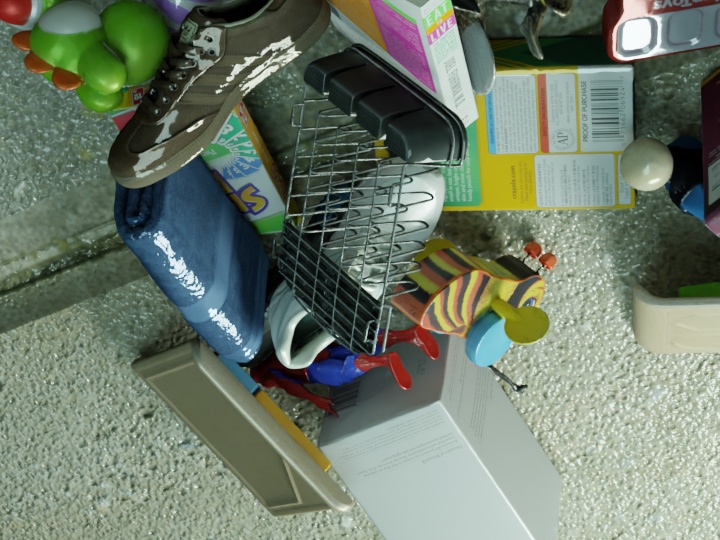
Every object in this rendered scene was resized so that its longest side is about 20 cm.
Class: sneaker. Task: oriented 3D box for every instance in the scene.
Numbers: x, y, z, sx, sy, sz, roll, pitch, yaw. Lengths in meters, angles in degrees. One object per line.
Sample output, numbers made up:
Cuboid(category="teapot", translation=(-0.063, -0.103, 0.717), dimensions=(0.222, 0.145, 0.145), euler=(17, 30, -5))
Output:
Cuboid(category="sneaker", translation=(-0.115, -0.148, 1.466), dimensions=(0.200, 0.070, 0.076), euler=(-43, 127, -5))
Cuboid(category="sneaker", translation=(0.000, 0.000, 1.585), dimensions=(0.070, 0.080, 0.201), euler=(32, 113, -15))
Cuboid(category="sneaker", translation=(-0.037, 0.021, 1.678), dimensions=(0.082, 0.073, 0.200), euler=(32, 124, -16))

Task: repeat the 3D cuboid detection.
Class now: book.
Cuboid(category="book", translation=(0.019, -0.183, 1.442), dimensions=(0.048, 0.134, 0.200), euler=(-41, 159, -8))

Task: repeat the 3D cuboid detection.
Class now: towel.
Cuboid(category="towel", translation=(-0.128, -0.018, 1.572), dimensions=(0.048, 0.112, 0.200), euler=(-8, 146, 18))

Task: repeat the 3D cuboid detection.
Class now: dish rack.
Cuboid(category="dish rack", translation=(-0.001, -0.046, 1.495), dimensions=(0.054, 0.153, 0.201), euler=(-10, 124, -32))

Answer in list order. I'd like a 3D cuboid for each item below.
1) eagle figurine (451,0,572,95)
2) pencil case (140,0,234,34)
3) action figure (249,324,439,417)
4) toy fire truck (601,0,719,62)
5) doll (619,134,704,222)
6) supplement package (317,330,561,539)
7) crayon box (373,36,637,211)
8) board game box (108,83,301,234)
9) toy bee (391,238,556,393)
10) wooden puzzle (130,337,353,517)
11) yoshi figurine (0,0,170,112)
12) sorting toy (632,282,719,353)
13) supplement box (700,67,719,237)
Cuboid(category="eagle figurine", translation=(0.059, -0.238, 1.458), dimensions=(0.199, 0.151, 0.152), euler=(23, 136, -21))
Cuboid(category="pencil case", translation=(-0.098, -0.228, 1.505), dimensions=(0.085, 0.084, 0.200), euler=(43, 127, 19))
Cuboid(category="action figure", translation=(-0.024, 0.080, 1.695), dimensions=(0.199, 0.065, 0.052), euler=(-5, 126, 46))
Cuboid(category="toy fire truck", translation=(0.268, -0.224, 1.438), dimensions=(0.199, 0.113, 0.168), euler=(-10, 143, -4))
Cuboid(category="doll", translation=(0.278, -0.050, 1.550), dimensions=(0.199, 0.137, 0.049), euler=(25, 118, -27))
Cuboid(category="supplement package", translation=(0.070, 0.163, 1.730), dimensions=(0.119, 0.121, 0.200), euler=(-23, 118, 22))
Cuboid(category="crayon box", translation=(0.111, -0.111, 1.578), dimensions=(0.199, 0.052, 0.126), euler=(-1, 124, 8))
Cuboid(category="board game box", translation=(-0.117, -0.080, 1.605), dimensions=(0.095, 0.030, 0.200), euler=(-7, 149, 14))
Cuboid(category="toy bee", translation=(0.101, 0.015, 1.642), dimensions=(0.131, 0.200, 0.109), euler=(36, 92, 12))
Cuboid(category="wooden puzzle", translation=(-0.096, 0.129, 1.703), dimensions=(0.185, 0.037, 0.200), euler=(48, 161, -10))
Cuboid(category="yoshi figurine", translation=(-0.209, -0.194, 1.506), dimensions=(0.112, 0.200, 0.112), euler=(-37, 153, -1))
Cuboid(category="sorting toy", translation=(0.312, 0.036, 1.607), dimensions=(0.199, 0.037, 0.185), euler=(3, 168, 8))
Cuboid(category="supplement box", translation=(0.311, -0.077, 1.481), dimensions=(0.110, 0.200, 0.086), euler=(40, 120, -18))
